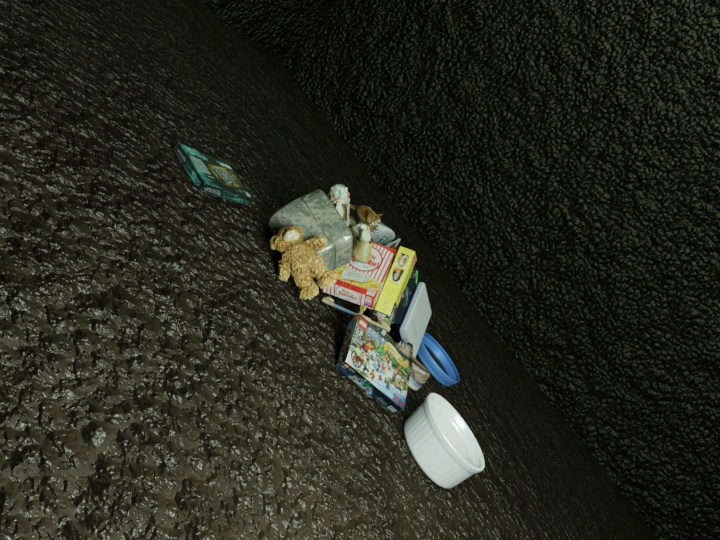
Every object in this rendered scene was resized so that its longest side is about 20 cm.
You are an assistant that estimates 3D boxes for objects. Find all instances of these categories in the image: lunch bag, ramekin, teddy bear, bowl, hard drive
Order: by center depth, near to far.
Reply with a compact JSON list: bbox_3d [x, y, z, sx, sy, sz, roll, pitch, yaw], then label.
[{"bbox_3d":[0.188,0.397,1.276,0.200,0.097,0.202,45,16,-16],"label":"ramekin"},{"bbox_3d":[-0.138,-0.027,1.311,0.067,0.141,0.205,66,7,-69],"label":"teddy bear"},{"bbox_3d":[-0.132,-0.089,1.434,0.203,0.164,0.141,57,-22,24],"label":"lunch bag"},{"bbox_3d":[0.168,0.154,1.671,0.202,0.025,0.135,-61,144,-44],"label":"hard drive"},{"bbox_3d":[0.249,0.294,1.820,0.200,0.039,0.202,45,16,-16],"label":"bowl"}]

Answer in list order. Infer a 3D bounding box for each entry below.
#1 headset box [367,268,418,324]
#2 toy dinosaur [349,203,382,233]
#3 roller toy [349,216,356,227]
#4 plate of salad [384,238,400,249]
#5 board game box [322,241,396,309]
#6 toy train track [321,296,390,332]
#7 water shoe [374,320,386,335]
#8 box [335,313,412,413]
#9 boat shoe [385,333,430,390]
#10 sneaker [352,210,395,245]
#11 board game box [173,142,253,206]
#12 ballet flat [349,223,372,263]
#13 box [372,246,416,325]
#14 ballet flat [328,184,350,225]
[{"bbox_3d":[0.103,0.076,1.665,0.199,0.090,0.181,20,73,-63],"label":"headset box"},{"bbox_3d":[0.008,-0.165,1.551,0.106,0.061,0.199,40,-5,-35],"label":"toy dinosaur"},{"bbox_3d":[-0.046,-0.082,1.697,0.199,0.139,0.184,40,17,-31],"label":"roller toy"},{"bbox_3d":[0.063,-0.021,1.741,0.048,0.200,0.200,45,14,8],"label":"plate of salad"},{"bbox_3d":[0.000,0.000,1.505,0.147,0.047,0.202,18,46,10],"label":"board game box"},{"bbox_3d":[-0.009,0.100,1.371,0.196,0.033,0.115,21,-12,28],"label":"toy train track"},{"bbox_3d":[0.019,0.161,1.421,0.079,0.072,0.200,44,15,-7],"label":"water shoe"},{"bbox_3d":[0.037,0.218,1.289,0.199,0.037,0.139,42,43,-24],"label":"box"},{"bbox_3d":[0.116,0.230,1.526,0.201,0.072,0.072,50,15,3],"label":"boat shoe"},{"bbox_3d":[0.040,-0.138,1.682,0.199,0.077,0.093,32,28,-58],"label":"sneaker"},{"bbox_3d":[-0.362,-0.235,1.374,0.137,0.028,0.199,54,16,18],"label":"board game box"},{"bbox_3d":[0.007,-0.090,1.490,0.067,0.065,0.202,13,27,-14],"label":"ballet flat"},{"bbox_3d":[0.095,0.043,1.513,0.049,0.205,0.076,19,-15,15],"label":"box"},{"bbox_3d":[-0.063,-0.148,1.506,0.202,0.073,0.066,89,1,-55],"label":"ballet flat"}]
